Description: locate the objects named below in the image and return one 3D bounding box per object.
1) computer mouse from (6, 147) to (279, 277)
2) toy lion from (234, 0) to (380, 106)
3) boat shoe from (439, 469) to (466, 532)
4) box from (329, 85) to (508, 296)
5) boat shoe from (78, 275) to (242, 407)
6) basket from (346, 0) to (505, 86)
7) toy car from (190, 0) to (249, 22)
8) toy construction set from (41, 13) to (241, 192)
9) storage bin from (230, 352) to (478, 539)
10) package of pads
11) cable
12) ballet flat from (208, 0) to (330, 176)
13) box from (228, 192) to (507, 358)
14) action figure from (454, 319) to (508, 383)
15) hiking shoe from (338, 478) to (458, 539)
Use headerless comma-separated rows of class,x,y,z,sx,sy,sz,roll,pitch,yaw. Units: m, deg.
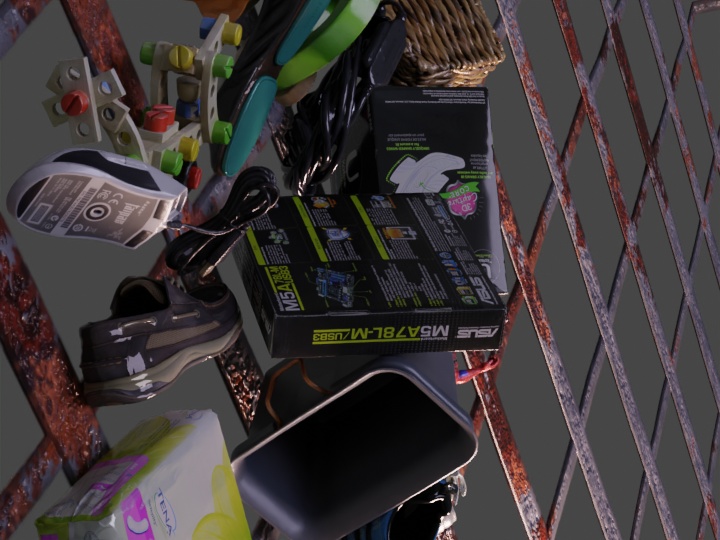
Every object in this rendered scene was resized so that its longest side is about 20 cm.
computer mouse,-0.164,-0.053,1.333,0.199,0.110,0.044,15,43,-39
toy lion,-0.012,-0.265,1.663,0.069,0.191,0.201,39,43,-28
boat shoe,0.067,0.174,1.782,0.202,0.064,0.075,-105,176,-61
box,0.050,-0.059,1.757,0.149,0.124,0.201,146,-58,-68
boat shoe,-0.148,0.038,1.392,0.200,0.074,0.074,-43,121,-65
basket,0.023,-0.246,1.846,0.142,0.149,0.201,-14,73,-36
toy car,-0.102,-0.306,1.534,0.184,0.176,0.201,-69,157,-70
toy construction set,-0.157,-0.119,1.406,0.200,0.092,0.132,-27,131,-59
storage bin,-0.013,0.109,1.546,0.145,0.200,0.135,42,28,-26
package of pads,-0.150,0.201,1.334,0.200,0.068,0.155,-44,123,-64
cable,-0.029,-0.149,1.673,0.051,0.163,0.201,32,61,-16
ballet flat,-0.092,-0.180,1.585,0.201,0.068,0.068,-61,163,1
box,0.000,0.000,1.522,0.200,0.192,0.048,-117,-153,-56
action figure,0.102,0.067,1.862,0.200,0.099,0.066,-90,167,-71
hiking shoe,0.011,0.242,1.577,0.074,0.201,0.087,19,18,-24
